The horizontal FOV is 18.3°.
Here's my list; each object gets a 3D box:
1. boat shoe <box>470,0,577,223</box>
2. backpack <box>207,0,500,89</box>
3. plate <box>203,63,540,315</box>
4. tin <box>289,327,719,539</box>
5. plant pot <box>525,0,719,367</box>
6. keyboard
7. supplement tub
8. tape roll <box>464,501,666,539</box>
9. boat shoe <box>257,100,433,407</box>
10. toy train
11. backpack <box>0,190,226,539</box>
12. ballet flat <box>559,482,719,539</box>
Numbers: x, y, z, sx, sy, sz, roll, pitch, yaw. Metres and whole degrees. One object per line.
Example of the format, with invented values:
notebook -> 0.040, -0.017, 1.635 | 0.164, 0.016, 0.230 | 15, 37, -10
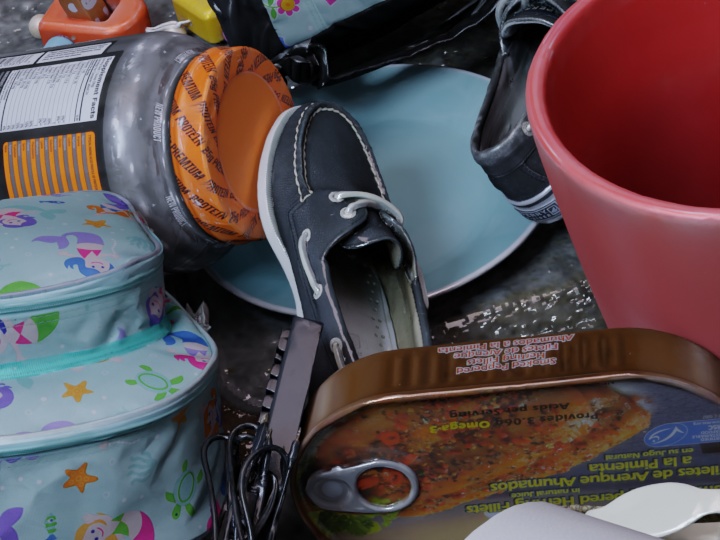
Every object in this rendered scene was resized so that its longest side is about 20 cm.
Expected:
boat shoe -> 0.101, -0.121, 1.142 | 0.074, 0.068, 0.200 | -10, 49, 48
backpack -> 0.016, -0.193, 1.221 | 0.200, 0.127, 0.167 | -24, 20, 15
plate -> 0.006, -0.039, 1.178 | 0.200, 0.026, 0.200 | -8, 42, 8
tin -> 0.069, 0.079, 0.965 | 0.199, 0.112, 0.042 | -5, 36, 8
plant pot -> 0.183, -0.023, 0.997 | 0.200, 0.178, 0.201 | -8, 41, 7
keyboard -> -0.056, 0.105, 0.944 | 0.040, 0.104, 0.200 | 16, 59, -6
supplement tub -> -0.138, -0.055, 1.137 | 0.199, 0.123, 0.123 | -4, 41, 28
tape roll -> 0.095, 0.193, 0.764 | 0.139, 0.203, 0.203 | 14, 48, 29
boat shoe -> 0.000, 0.000, 1.060 | 0.075, 0.060, 0.201 | 5, 61, -33
toy train -> -0.110, -0.194, 1.360 | 0.150, 0.056, 0.200 | 11, 47, 25
backpack -> -0.150, 0.053, 0.991 | 0.177, 0.151, 0.200 | -8, 27, -18
ballet flat -> 0.161, 0.118, 0.924 | 0.199, 0.075, 0.068 | -2, 42, 12
